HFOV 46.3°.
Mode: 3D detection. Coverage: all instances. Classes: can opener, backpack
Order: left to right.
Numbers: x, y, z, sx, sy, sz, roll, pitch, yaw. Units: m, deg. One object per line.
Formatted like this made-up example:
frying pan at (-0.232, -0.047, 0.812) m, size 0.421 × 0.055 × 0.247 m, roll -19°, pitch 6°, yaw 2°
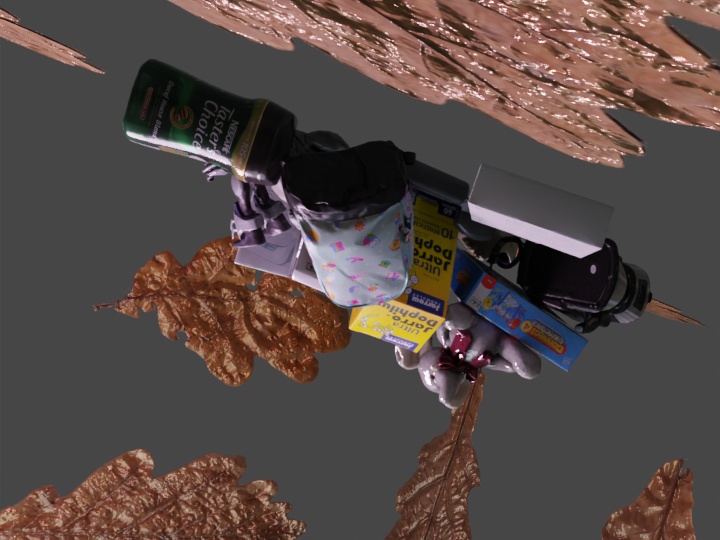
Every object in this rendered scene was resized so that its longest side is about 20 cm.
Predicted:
backpack at (-0.007, -0.051, 1.037) m, size 0.165 × 0.128 × 0.201 m, roll -3°, pitch 141°, yaw 10°
can opener at (0.116, -0.097, 1.115) m, size 0.199 × 0.067 × 0.053 m, roll 25°, pitch 180°, yaw -27°

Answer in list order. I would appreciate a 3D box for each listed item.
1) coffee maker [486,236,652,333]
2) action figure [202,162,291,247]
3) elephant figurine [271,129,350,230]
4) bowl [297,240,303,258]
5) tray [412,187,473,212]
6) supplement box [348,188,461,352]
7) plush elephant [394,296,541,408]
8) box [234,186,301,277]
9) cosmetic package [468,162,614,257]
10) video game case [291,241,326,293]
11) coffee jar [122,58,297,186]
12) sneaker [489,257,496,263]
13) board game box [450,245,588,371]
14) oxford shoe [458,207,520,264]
coffee maker at (0.329, 0.005, 1.286) m, size 0.192 × 0.135 × 0.199 m, roll 38°, pitch -170°, yaw 32°
action figure at (-0.166, -0.138, 1.198) m, size 0.069 × 0.202 × 0.130 m, roll 1°, pitch -157°, yaw 37°
elephant figurine at (-0.078, -0.138, 1.143) m, size 0.154 × 0.143 × 0.200 m, roll -10°, pitch 152°, yaw 20°
bowl at (-0.058, -0.118, 1.528) m, size 0.199 × 0.203 × 0.094 m, roll 19°, pitch 156°, yaw -13°
tray at (0.174, -0.097, 1.256) m, size 0.199 × 0.022 × 0.107 m, roll 19°, pitch -178°, yaw -32°
supplement box at (0.066, -0.006, 1.206) m, size 0.108 × 0.202 × 0.110 m, roll 19°, pitch 145°, yaw -9°
plush elephant at (0.145, 0.132, 1.270) m, size 0.164 × 0.156 × 0.200 m, roll 32°, pitch -173°, yaw -13°
box at (-0.136, -0.092, 1.378) m, size 0.096 × 0.178 × 0.200 m, roll 14°, pitch -176°, yaw -8°
cosmetic package at (0.204, -0.066, 0.984) m, size 0.149 × 0.052 × 0.200 m, roll 18°, pitch -179°, yaw 8°
video game case at (0.000, 0.000, 1.304) m, size 0.198 × 0.023 × 0.183 m, roll 22°, pitch -151°, yaw -6°
coffee jar at (-0.180, -0.177, 1.029) m, size 0.198 × 0.105 × 0.085 m, roll 19°, pitch -176°, yaw 0°
sneaker at (0.241, -0.053, 1.576) m, size 0.089 × 0.071 × 0.200 m, roll 16°, pitch -178°, yaw 19°
board game box at (0.229, 0.053, 1.303) m, size 0.195 × 0.056 × 0.200 m, roll 33°, pitch -172°, yaw -11°
oxford shoe at (0.195, -0.057, 1.377) m, size 0.199 × 0.075 × 0.070 m, roll 15°, pitch 169°, yaw -38°
